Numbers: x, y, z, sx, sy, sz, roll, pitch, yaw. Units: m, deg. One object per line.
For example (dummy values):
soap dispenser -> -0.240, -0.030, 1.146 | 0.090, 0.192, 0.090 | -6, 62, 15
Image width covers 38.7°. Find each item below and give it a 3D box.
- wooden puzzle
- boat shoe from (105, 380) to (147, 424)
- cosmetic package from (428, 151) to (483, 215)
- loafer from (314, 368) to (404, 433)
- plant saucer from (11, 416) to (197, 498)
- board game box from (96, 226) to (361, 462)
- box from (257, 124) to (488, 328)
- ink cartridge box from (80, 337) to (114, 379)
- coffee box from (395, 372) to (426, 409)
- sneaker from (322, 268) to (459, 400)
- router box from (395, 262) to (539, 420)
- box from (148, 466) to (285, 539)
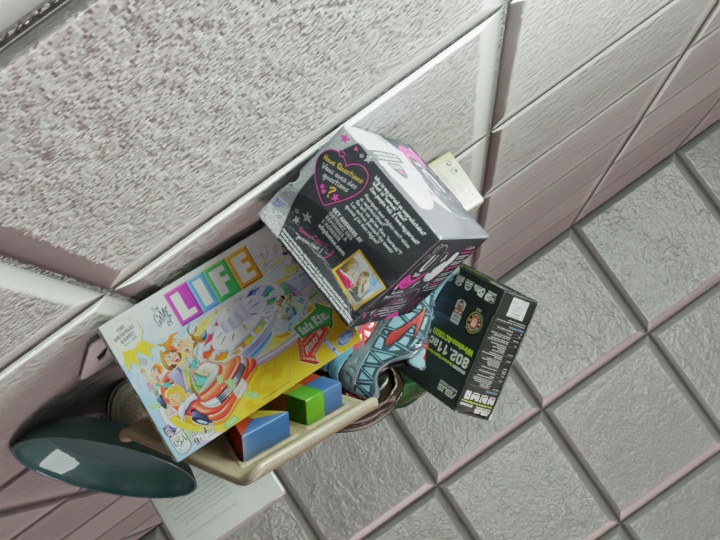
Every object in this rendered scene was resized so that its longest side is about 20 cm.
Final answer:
wooden puzzle -> -0.110, 0.135, 1.003 | 0.198, 0.047, 0.184 | 6, -160, 39
boat shoe -> -0.270, 0.182, 1.199 | 0.075, 0.062, 0.201 | -59, 164, -25
cosmetic package -> 0.032, -0.042, 1.157 | 0.199, 0.074, 0.104 | -31, 171, -23
loafer -> -0.040, 0.155, 1.231 | 0.197, 0.074, 0.072 | -17, 142, -12
plant saucer -> -0.269, 0.198, 1.097 | 0.196, 0.036, 0.201 | 6, 153, 3
board game box -> -0.115, 0.058, 0.918 | 0.199, 0.136, 0.034 | -33, -177, -18
box -> 0.019, -0.041, 0.922 | 0.115, 0.133, 0.200 | -43, 169, 14
ink cartridge box -> -0.166, 0.068, 1.000 | 0.199, 0.067, 0.116 | -31, 171, -28
coffee box -> 0.008, 0.162, 1.385 | 0.197, 0.045, 0.123 | -7, 156, -33
sneaker -> 0.052, 0.071, 1.196 | 0.200, 0.096, 0.079 | -45, 168, 2
router box -> 0.110, 0.070, 1.246 | 0.061, 0.199, 0.152 | 17, 97, -33
box -> -0.214, 0.252, 1.342 | 0.151, 0.201, 0.106 | -31, 171, -15
